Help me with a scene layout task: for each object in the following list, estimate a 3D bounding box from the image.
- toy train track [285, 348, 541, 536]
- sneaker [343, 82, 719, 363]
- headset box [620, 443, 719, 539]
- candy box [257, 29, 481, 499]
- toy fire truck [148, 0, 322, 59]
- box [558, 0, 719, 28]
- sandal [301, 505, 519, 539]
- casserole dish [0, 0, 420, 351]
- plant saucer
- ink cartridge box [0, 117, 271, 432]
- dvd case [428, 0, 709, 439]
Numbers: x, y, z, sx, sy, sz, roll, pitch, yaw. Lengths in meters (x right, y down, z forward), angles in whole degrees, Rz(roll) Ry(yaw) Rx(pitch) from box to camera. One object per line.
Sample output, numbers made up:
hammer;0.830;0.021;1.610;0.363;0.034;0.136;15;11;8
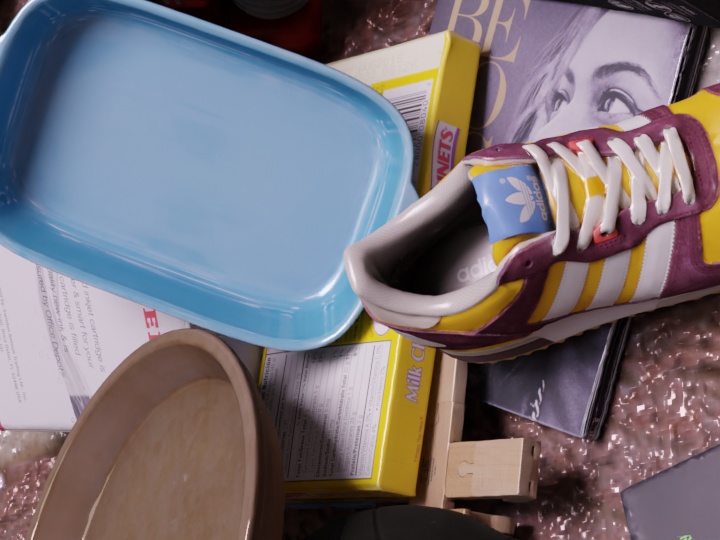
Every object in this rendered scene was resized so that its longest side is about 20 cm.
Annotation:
toy train track;0.014;0.091;0.962;0.200;0.032;0.115;-9;71;51
sneaker;0.090;-0.022;0.845;0.200;0.090;0.075;-28;65;23
headset box;0.205;0.119;0.714;0.200;0.093;0.175;-30;61;37
candy box;0.000;0.000;0.967;0.102;0.026;0.201;-10;67;54
toy fire truck;-0.036;-0.159;1.009;0.199;0.176;0.129;1;77;4
box;0.091;-0.217;0.859;0.124;0.148;0.201;17;87;46
sandal;0.054;0.139;0.848;0.200;0.080;0.057;7;119;21
casserole dish;-0.070;-0.045;0.929;0.039;0.199;0.121;-72;2;-77
plant saucer;-0.088;0.123;0.921;0.200;0.029;0.201;-38;42;44
ink cartridge box;-0.122;-0.003;1.056;0.200;0.083;0.146;-3;100;44
dvd case;0.070;-0.043;0.946;0.149;0.016;0.201;18;94;47
